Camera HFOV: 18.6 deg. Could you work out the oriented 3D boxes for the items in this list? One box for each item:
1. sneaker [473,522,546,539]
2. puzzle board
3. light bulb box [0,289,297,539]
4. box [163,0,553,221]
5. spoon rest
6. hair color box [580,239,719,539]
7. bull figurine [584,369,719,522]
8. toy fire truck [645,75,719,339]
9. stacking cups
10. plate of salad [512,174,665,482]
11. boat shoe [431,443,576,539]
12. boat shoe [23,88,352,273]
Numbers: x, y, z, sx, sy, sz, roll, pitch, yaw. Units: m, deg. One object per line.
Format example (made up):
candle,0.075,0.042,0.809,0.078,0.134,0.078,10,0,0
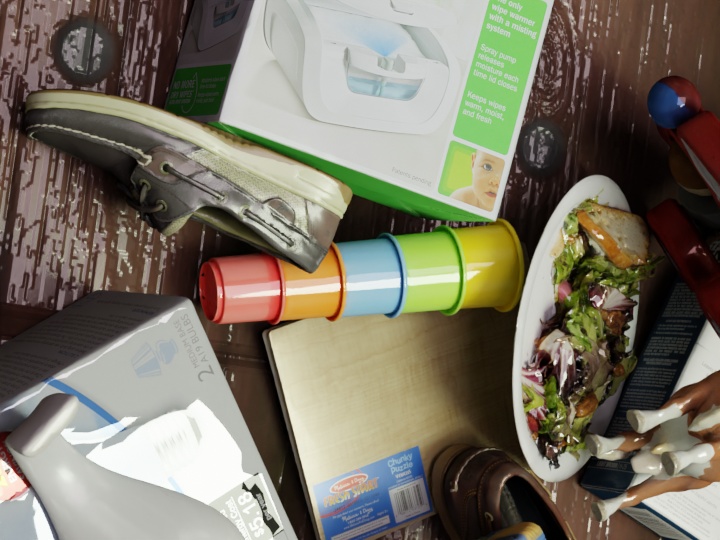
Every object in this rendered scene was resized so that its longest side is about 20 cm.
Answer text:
sneaker,0.062,0.227,1.300,0.088,0.075,0.200,57,43,-8
puzzle board,0.039,0.080,1.418,0.200,0.017,0.151,-19,101,-28
light bulb box,-0.164,0.143,1.238,0.200,0.125,0.199,-31,106,-27
box,0.002,-0.142,1.347,0.200,0.097,0.177,20,83,-28
spoon rest,-0.123,0.139,1.166,0.099,0.061,0.200,-47,125,-20
hair color box,0.241,0.084,1.508,0.100,0.060,0.200,34,75,-25
bull figurine,0.215,0.095,1.354,0.121,0.200,0.065,-17,71,-22
toy fire truck,0.242,-0.045,1.396,0.112,0.200,0.168,-31,135,4
stacking cups,0.000,0.000,1.357,0.199,0.060,0.061,-2,92,-23
plate of salad,0.149,0.039,1.418,0.200,0.048,0.201,-29,124,-57
boat shoe,0.114,0.199,1.423,0.070,0.070,0.200,-46,120,-24
boat shoe,-0.104,-0.052,1.282,0.200,0.073,0.065,17,80,-10
